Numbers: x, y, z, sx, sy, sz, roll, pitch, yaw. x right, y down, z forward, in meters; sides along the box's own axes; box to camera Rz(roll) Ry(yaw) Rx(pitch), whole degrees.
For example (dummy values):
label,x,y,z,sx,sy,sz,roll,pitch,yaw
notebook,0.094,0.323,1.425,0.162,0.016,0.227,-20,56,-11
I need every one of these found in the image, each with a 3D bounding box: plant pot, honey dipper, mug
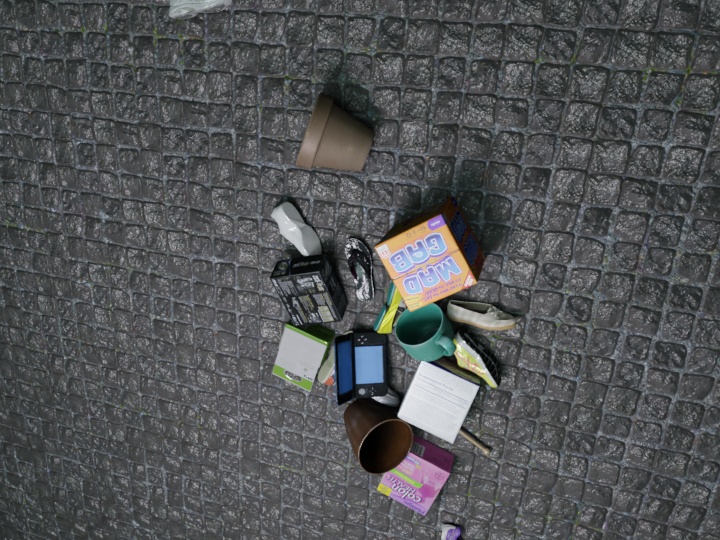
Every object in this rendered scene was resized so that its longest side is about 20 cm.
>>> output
label,x,y,z,sx,sy,sz,roll,pitch,yaw
plant pot,0.033,0.491,1.824,0.186,0.200,0.188,-10,113,-25
honey dipper,0.321,0.505,1.828,0.200,0.038,0.038,36,116,2
mug,0.191,0.193,1.675,0.152,0.185,0.114,-25,130,14
plant pot,-0.062,-0.345,1.572,0.174,0.200,0.201,20,115,-8

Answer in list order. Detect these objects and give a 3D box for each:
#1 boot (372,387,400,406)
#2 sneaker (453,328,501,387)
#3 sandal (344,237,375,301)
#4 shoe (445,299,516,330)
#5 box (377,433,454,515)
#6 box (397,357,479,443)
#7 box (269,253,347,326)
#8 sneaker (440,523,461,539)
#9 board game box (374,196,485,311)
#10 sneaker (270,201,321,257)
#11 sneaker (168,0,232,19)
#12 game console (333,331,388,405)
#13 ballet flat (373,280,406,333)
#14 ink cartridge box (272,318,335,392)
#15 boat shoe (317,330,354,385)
label,x,y,z,sx,sy,sz,roll,pitch,yaw
boot,0.052,0.340,1.838,0.200,0.074,0.096,29,103,-5
sneaker,0.330,0.265,1.723,0.200,0.078,0.090,51,124,2
sandal,0.001,0.000,1.741,0.075,0.048,0.201,-8,107,21
shoe,0.340,0.123,1.663,0.199,0.070,0.054,9,120,17
box,0.176,0.650,1.895,0.176,0.097,0.200,27,116,7
box,0.232,0.372,1.751,0.184,0.105,0.200,24,103,9
box,-0.151,0.061,1.759,0.163,0.086,0.200,-8,127,21
sneaker,0.312,0.943,1.972,0.083,0.081,0.201,-1,109,12
board game box,0.192,-0.047,1.577,0.199,0.200,0.200,-26,100,25
sneaker,-0.194,-0.106,1.764,0.088,0.075,0.200,-25,101,42
sneaker,-0.441,-0.748,1.598,0.199,0.078,0.100,-3,105,18
game console,0.003,0.287,1.746,0.170,0.118,0.201,-2,90,-8
ballet flat,0.100,0.105,1.747,0.067,0.067,0.200,15,118,-11
ink cartridge box,-0.185,0.264,1.885,0.147,0.076,0.200,24,116,8
boat shoe,-0.059,0.278,1.855,0.062,0.071,0.200,24,105,-32
